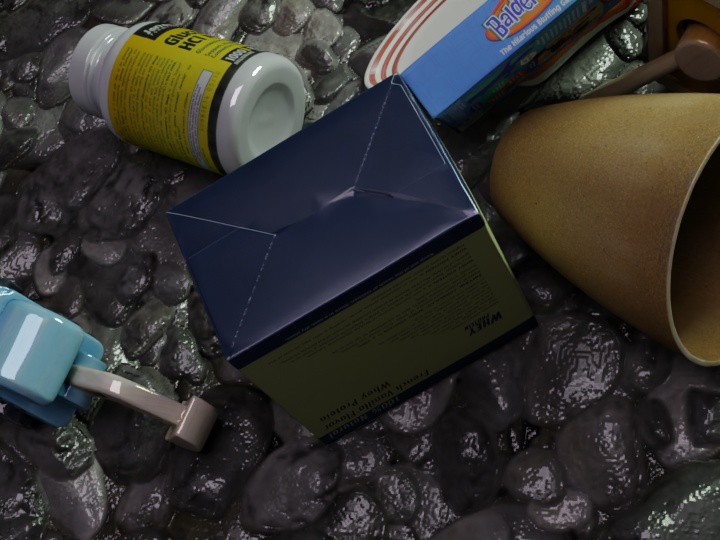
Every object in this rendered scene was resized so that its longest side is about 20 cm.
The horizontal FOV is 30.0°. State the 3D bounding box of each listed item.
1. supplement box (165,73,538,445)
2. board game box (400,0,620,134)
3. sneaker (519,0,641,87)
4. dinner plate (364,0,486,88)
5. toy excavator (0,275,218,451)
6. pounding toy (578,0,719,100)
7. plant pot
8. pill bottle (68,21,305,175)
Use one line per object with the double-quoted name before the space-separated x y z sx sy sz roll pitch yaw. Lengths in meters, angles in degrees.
"supplement box" 0.000 0.000 0.997 0.199 0.200 0.135 -30 60 6
"board game box" 0.129 -0.186 1.004 0.200 0.152 0.045 -39 84 9
"sneaker" 0.183 -0.237 1.113 0.073 0.077 0.200 39 83 30
"dinner plate" 0.083 -0.215 1.119 0.200 0.024 0.201 -39 22 19
"toy excavator" -0.237 0.086 1.098 0.199 0.194 0.101 4 63 53
"pounding toy" 0.276 -0.172 0.998 0.199 0.184 0.142 36 77 25
"plant pot" 0.196 -0.050 0.975 0.199 0.186 0.187 22 74 43
"pill bottle" -0.157 -0.155 1.185 0.199 0.113 0.113 19 74 27
